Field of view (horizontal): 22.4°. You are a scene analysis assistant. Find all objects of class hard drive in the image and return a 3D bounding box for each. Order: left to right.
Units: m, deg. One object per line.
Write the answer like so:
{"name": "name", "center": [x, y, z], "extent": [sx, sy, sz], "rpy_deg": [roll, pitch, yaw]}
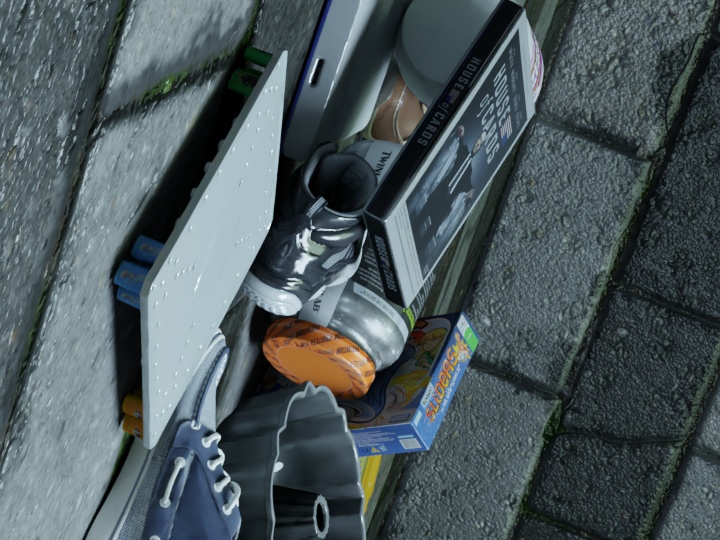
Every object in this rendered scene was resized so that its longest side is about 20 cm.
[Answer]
{"name": "hard drive", "center": [-0.008, -0.161, 1.402], "extent": [0.200, 0.025, 0.132], "rpy_deg": [-42, 152, -73]}

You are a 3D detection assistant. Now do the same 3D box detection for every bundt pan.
{"name": "bundt pan", "center": [-0.063, 0.185, 1.350], "extent": [0.202, 0.076, 0.202], "rpy_deg": [-6, 90, -72]}

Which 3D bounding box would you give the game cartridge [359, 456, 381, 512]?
{"name": "game cartridge", "center": [-0.010, 0.170, 1.744], "extent": [0.200, 0.032, 0.177], "rpy_deg": [-18, 123, -70]}

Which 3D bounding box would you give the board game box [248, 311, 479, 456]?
{"name": "board game box", "center": [-0.008, 0.104, 1.567], "extent": [0.034, 0.200, 0.135], "rpy_deg": [57, 41, -29]}

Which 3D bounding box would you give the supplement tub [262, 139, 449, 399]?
{"name": "supplement tub", "center": [0.000, 0.000, 1.534], "extent": [0.123, 0.122, 0.200], "rpy_deg": [96, 17, -62]}

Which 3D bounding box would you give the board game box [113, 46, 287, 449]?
{"name": "board game box", "center": [-0.102, -0.014, 1.154], "extent": [0.200, 0.026, 0.200], "rpy_deg": [99, 14, -57]}

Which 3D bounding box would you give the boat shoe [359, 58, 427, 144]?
{"name": "boat shoe", "center": [0.045, -0.135, 1.660], "extent": [0.200, 0.072, 0.076], "rpy_deg": [73, 39, -78]}

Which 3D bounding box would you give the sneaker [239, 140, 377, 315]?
{"name": "sneaker", "center": [-0.019, -0.044, 1.362], "extent": [0.114, 0.075, 0.200], "rpy_deg": [-52, 177, 27]}

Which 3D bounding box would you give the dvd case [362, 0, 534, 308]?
{"name": "dvd case", "center": [0.070, -0.085, 1.359], "extent": [0.200, 0.025, 0.150], "rpy_deg": [-56, 159, -17]}

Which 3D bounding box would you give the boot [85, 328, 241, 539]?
{"name": "boot", "center": [-0.113, 0.140, 1.248], "extent": [0.073, 0.090, 0.200], "rpy_deg": [83, 30, -74]}

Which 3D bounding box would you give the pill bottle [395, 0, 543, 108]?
{"name": "pill bottle", "center": [0.089, -0.178, 1.495], "extent": [0.200, 0.112, 0.112], "rpy_deg": [15, 97, -79]}
